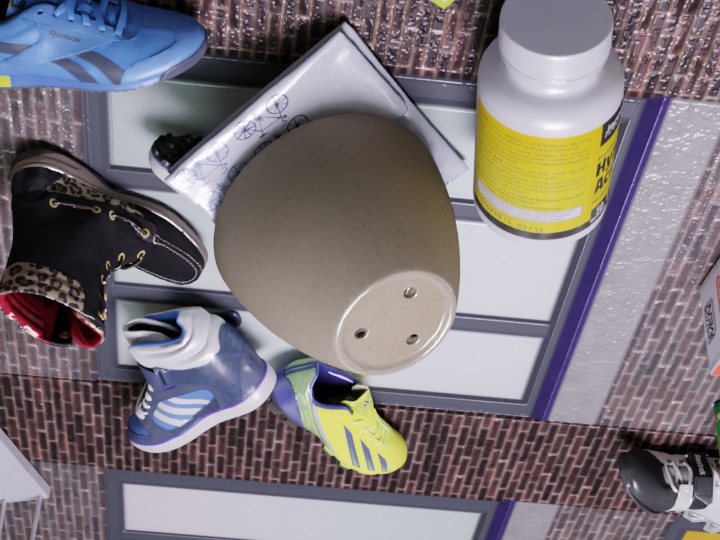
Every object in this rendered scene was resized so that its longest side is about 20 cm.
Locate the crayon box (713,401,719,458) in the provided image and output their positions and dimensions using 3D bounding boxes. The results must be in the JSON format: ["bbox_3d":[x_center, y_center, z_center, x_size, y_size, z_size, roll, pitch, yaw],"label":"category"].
[{"bbox_3d":[0.448,0.220,1.553,0.058,0.119,0.200,-28,134,33],"label":"crayon box"}]

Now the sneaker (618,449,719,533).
[{"bbox_3d":[0.361,0.224,1.605,0.200,0.074,0.088,20,140,-36],"label":"sneaker"}]

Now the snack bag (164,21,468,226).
[{"bbox_3d":[-0.030,-0.078,1.212,0.188,0.021,0.200,-39,132,7],"label":"snack bag"}]

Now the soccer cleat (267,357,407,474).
[{"bbox_3d":[-0.008,0.152,1.536,0.084,0.065,0.200,-28,132,30],"label":"soccer cleat"}]

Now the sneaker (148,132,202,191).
[{"bbox_3d":[-0.098,-0.051,1.271,0.200,0.072,0.072,27,125,-28],"label":"sneaker"}]

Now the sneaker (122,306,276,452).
[{"bbox_3d":[-0.195,0.097,1.473,0.200,0.081,0.146,-24,127,34],"label":"sneaker"}]

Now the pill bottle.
[{"bbox_3d":[0.142,-0.119,1.139,0.111,0.112,0.200,0,143,3],"label":"pill bottle"}]

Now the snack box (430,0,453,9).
[{"bbox_3d":[0.035,-0.283,0.969,0.200,0.068,0.169,26,136,-29],"label":"snack box"}]

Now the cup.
[{"bbox_3d":[0.000,0.000,1.179,0.200,0.143,0.201,-15,133,-17],"label":"cup"}]

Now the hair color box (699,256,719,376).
[{"bbox_3d":[0.362,0.001,1.289,0.061,0.102,0.200,10,143,-9],"label":"hair color box"}]

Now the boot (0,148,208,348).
[{"bbox_3d":[-0.222,0.000,1.280,0.073,0.151,0.200,-28,133,34],"label":"boot"}]

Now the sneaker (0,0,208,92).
[{"bbox_3d":[-0.216,-0.182,1.117,0.199,0.066,0.079,0,139,4],"label":"sneaker"}]

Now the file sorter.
[{"bbox_3d":[-0.473,0.272,1.668,0.199,0.125,0.139,-8,142,13],"label":"file sorter"}]
